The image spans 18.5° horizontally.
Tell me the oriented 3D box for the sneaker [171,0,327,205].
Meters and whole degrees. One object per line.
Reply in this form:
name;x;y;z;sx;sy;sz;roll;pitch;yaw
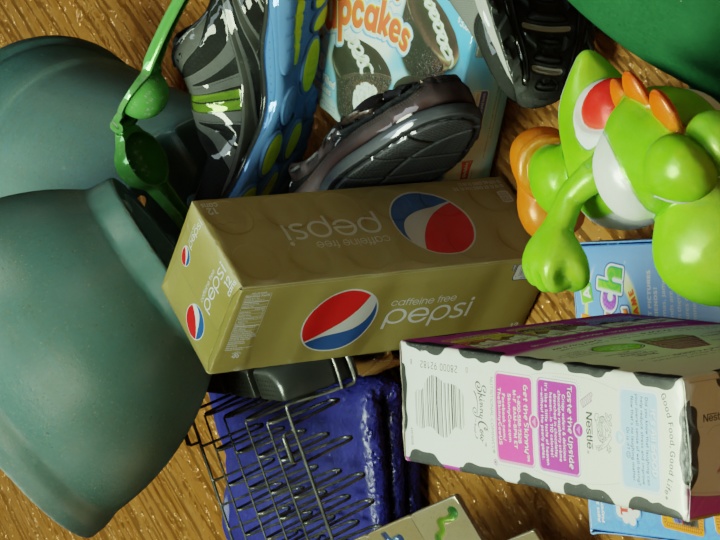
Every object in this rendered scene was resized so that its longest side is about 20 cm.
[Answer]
sneaker;-0.073;-0.112;1.317;0.083;0.071;0.200;22;119;22

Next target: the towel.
towel;-0.026;0.121;1.388;0.200;0.050;0.148;11;111;56

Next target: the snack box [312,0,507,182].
snack box;0.017;-0.133;1.287;0.200;0.037;0.116;44;131;47

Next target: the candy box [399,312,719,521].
candy box;0.128;0.060;0.977;0.200;0.136;0.061;4;99;57

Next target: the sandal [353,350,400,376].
sandal;-0.006;0.033;1.305;0.200;0.082;0.055;7;100;58

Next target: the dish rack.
dish rack;-0.040;0.133;1.309;0.153;0.055;0.200;2;111;60

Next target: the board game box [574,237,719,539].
board game box;0.178;0.057;1.058;0.200;0.037;0.151;-2;92;57

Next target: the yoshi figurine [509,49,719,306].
yoshi figurine;0.136;-0.029;1.005;0.200;0.112;0.112;-160;93;-80

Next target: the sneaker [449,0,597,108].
sneaker;0.067;-0.166;1.172;0.079;0.074;0.200;-50;47;45

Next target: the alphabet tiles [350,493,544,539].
alphabet tiles;0.046;0.216;1.223;0.200;0.006;0.166;-28;94;36

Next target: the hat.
hat;0.083;-0.152;1.007;0.166;0.176;0.200;109;154;-68

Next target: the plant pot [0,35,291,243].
plant pot;-0.152;-0.044;1.443;0.196;0.200;0.200;15;107;47

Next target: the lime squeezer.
lime squeezer;-0.115;-0.084;1.289;0.071;0.038;0.200;17;120;38

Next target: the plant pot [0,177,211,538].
plant pot;-0.157;0.032;1.256;0.200;0.134;0.200;54;-178;-3

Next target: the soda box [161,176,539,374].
soda box;0.000;0.000;1.180;0.068;0.200;0.064;58;138;36

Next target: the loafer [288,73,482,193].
loafer;0.002;-0.068;1.226;0.200;0.072;0.063;-44;57;58
